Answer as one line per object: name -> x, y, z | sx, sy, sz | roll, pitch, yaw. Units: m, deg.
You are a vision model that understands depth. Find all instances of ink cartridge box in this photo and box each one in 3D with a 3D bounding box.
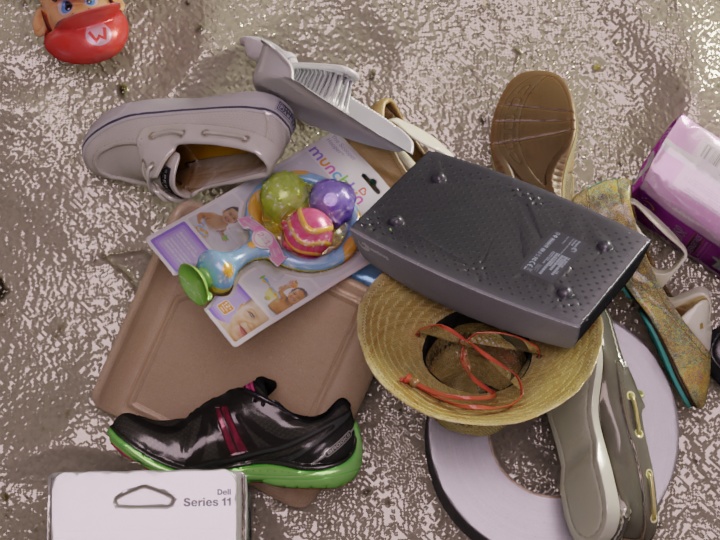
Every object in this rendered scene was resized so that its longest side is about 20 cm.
ink cartridge box -> -0.154, 0.201, 1.539 | 0.145, 0.200, 0.084 | -1, 77, -1

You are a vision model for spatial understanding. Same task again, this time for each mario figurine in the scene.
mario figurine -> -0.245, -0.263, 1.688 | 0.123, 0.106, 0.201 | -34, 69, 27

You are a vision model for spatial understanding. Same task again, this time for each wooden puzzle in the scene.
wooden puzzle -> -0.090, 0.066, 1.636 | 0.199, 0.037, 0.186 | 25, 98, 1

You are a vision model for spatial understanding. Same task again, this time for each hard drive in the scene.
hard drive -> 0.105, -0.015, 1.565 | 0.199, 0.043, 0.135 | 23, 45, 23

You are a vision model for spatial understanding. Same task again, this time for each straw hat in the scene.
straw hat -> 0.087, 0.076, 1.558 | 0.199, 0.086, 0.202 | 0, 40, 0

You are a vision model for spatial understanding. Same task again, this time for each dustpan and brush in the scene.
dustpan and brush -> -0.050, -0.155, 1.648 | 0.139, 0.199, 0.058 | 29, 81, -37

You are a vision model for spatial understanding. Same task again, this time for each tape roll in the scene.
tape roll -> 0.150, 0.131, 1.631 | 0.198, 0.066, 0.202 | 0, 77, -2

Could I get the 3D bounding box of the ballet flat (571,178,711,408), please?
ballet flat -> 0.238, 0.015, 1.619 | 0.070, 0.071, 0.201 | -34, 98, -8

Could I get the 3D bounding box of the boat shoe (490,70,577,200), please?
boat shoe -> 0.140, -0.070, 1.679 | 0.070, 0.065, 0.202 | 3, 61, 6

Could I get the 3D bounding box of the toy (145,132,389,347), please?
toy -> -0.054, -0.037, 1.593 | 0.199, 0.047, 0.115 | -33, 71, -27

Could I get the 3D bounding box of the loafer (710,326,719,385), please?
loafer -> 0.369, 0.095, 1.641 | 0.199, 0.070, 0.069 | 25, 79, 5

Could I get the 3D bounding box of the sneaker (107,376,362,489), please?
sneaker -> -0.097, 0.123, 1.594 | 0.198, 0.077, 0.085 | 3, 91, -6

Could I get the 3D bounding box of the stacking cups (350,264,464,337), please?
stacking cups -> 0.000, 0.000, 1.656 | 0.198, 0.061, 0.061 | 20, 77, 6

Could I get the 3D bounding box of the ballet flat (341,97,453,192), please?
ballet flat -> 0.064, -0.058, 1.665 | 0.200, 0.069, 0.063 | 46, 116, 9

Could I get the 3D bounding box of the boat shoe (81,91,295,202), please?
boat shoe -> -0.145, -0.090, 1.632 | 0.198, 0.071, 0.070 | -4, 49, 28

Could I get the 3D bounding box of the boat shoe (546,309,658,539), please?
boat shoe -> 0.185, 0.113, 1.571 | 0.060, 0.072, 0.204 | 8, 63, -28

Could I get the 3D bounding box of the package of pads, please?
package of pads -> 0.311, -0.033, 1.644 | 0.199, 0.121, 0.076 | 34, 79, 6
